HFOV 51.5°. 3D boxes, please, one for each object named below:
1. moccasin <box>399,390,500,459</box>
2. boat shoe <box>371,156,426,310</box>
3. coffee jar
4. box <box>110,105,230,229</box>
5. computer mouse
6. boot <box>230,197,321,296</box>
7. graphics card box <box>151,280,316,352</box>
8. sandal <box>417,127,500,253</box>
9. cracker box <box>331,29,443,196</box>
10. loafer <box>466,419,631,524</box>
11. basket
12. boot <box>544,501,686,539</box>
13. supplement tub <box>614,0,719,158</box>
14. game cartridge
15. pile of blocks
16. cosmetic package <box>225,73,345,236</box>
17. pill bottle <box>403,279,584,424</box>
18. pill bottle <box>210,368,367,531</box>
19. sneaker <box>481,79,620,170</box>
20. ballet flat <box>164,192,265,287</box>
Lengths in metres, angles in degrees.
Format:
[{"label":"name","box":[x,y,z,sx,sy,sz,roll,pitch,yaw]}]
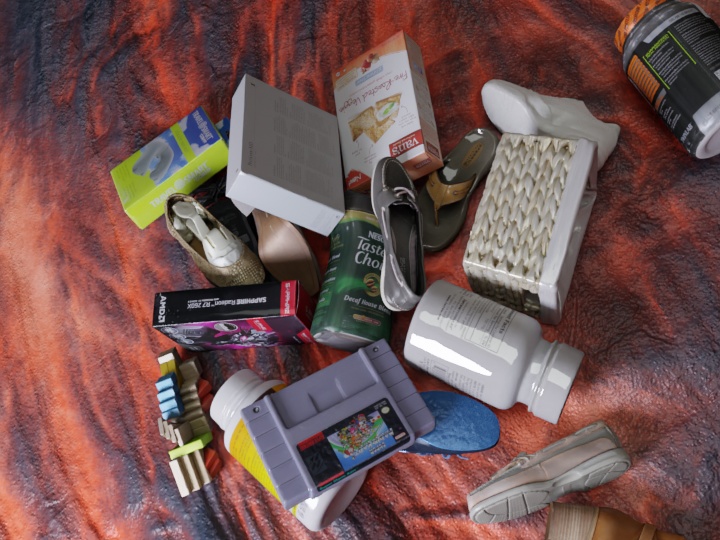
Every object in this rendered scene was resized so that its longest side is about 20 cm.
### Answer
[{"label":"moccasin","box":[0.073,0.186,0.914,0.195,0.069,0.082,7,62,15]},{"label":"boat shoe","box":[0.056,-0.052,0.943,0.065,0.057,0.206,4,76,-30]},{"label":"coffee jar","box":[0.000,0.000,0.981,0.102,0.085,0.205,16,69,-20]},{"label":"box","box":[-0.273,-0.164,1.120,0.198,0.048,0.122,-37,45,-2]},{"label":"computer mouse","box":[-0.185,-0.051,1.076,0.135,0.053,0.204,-18,56,3]},{"label":"boot","box":[-0.108,-0.076,1.029,0.069,0.147,0.202,-28,107,18]},{"label":"graphics card box","box":[-0.158,0.063,0.981,0.194,0.126,0.052,-4,69,10]},{"label":"sandal","box":[0.129,-0.119,1.024,0.081,0.055,0.202,32,79,22]},{"label":"cracker box","box":[0.034,-0.217,1.057,0.132,0.057,0.205,-23,64,30]},{"label":"loafer","box":[0.212,0.234,0.869,0.195,0.073,0.064,-19,49,-2]},{"label":"basket","box":[0.216,-0.057,0.939,0.121,0.136,0.204,15,73,22]},{"label":"boot","box":[0.268,0.363,0.804,0.151,0.077,0.204,11,65,12]},{"label":"supplement tub","box":[0.427,-0.259,0.973,0.121,0.123,0.203,-28,66,1]},{"label":"game cartridge","box":[-0.025,0.173,0.859,0.196,0.039,0.130,-24,54,-18]},{"label":"pile of blocks","box":[-0.221,0.185,0.971,0.061,0.082,0.204,-21,66,4]},{"label":"cosmetic package","box":[-0.099,-0.156,0.992,0.052,0.148,0.203,-45,35,36]},{"label":"pill bottle","box":[0.161,0.100,0.899,0.196,0.115,0.116,23,75,19]},{"label":"pill bottle","box":[-0.092,0.212,0.916,0.198,0.110,0.110,36,80,22]},{"label":"sneaker","box":[0.263,-0.215,1.031,0.198,0.076,0.089,35,67,16]},{"label":"ballet flat","box":[-0.205,-0.041,1.002,0.198,0.066,0.070,35,67,29]}]
